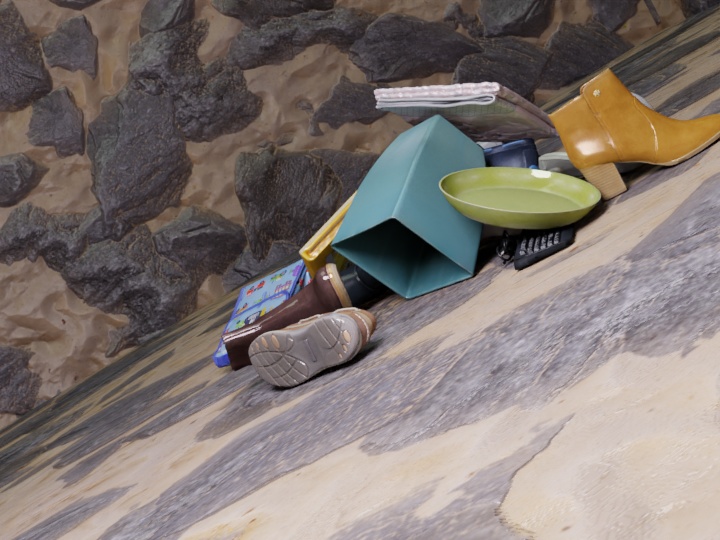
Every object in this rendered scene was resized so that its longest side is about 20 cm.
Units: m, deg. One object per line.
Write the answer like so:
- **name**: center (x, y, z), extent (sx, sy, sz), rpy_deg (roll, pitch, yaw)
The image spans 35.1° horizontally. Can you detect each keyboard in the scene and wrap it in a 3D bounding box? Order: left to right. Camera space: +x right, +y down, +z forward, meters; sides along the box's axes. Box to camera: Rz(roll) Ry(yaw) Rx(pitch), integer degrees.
- **keyboard**: center (0.210, -0.047, 1.397), extent (0.104, 0.040, 0.200), rpy_deg (-27, 6, 15)

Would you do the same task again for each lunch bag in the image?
- **lunch bag**: center (-0.151, 0.088, 1.870), extent (0.150, 0.094, 0.200), rpy_deg (-25, 20, 30)

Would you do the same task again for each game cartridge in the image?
- **game cartridge**: center (-0.005, -0.038, 1.753), extent (0.176, 0.032, 0.200), rpy_deg (-47, -27, -12)

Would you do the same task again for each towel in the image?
- **towel**: center (0.146, -0.211, 1.557), extent (0.199, 0.032, 0.191), rpy_deg (4, -8, 36)

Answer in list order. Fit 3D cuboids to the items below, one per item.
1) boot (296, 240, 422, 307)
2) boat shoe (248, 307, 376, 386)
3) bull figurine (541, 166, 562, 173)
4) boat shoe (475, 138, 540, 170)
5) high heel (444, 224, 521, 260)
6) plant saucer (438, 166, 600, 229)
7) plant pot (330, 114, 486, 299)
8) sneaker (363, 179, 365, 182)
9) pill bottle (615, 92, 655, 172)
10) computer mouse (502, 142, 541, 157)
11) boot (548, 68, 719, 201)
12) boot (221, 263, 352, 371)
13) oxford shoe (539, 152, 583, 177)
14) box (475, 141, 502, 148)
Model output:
- **boot**: center (0.000, 0.000, 1.625), extent (0.200, 0.077, 0.168), rpy_deg (-27, -16, -36)
- **boat shoe**: center (-0.057, 0.093, 1.400), extent (0.200, 0.076, 0.072), rpy_deg (-16, 7, 43)
- **bull figurine**: center (0.225, -0.121, 1.680), extent (0.200, 0.065, 0.121), rpy_deg (5, 9, 44)
- **boat shoe**: center (0.170, -0.148, 1.626), extent (0.199, 0.069, 0.084), rpy_deg (-3, -13, 32)
- **high heel**: center (0.180, -0.077, 1.599), extent (0.200, 0.071, 0.143), rpy_deg (-39, 12, 1)
- **plant saucer**: center (0.196, -0.088, 1.412), extent (0.199, 0.031, 0.200), rpy_deg (1, 20, 0)
- **plant pot**: center (0.083, -0.094, 1.513), extent (0.141, 0.141, 0.201), rpy_deg (-22, 40, 51)
- **sneaker**: center (0.079, -0.075, 1.681), extent (0.079, 0.200, 0.075), rpy_deg (-53, 32, 21)
- **pill bottle**: center (0.351, -0.192, 1.576), extent (0.110, 0.111, 0.200), rpy_deg (-29, 6, 4)
- **computer mouse**: center (0.212, -0.143, 1.878), extent (0.200, 0.139, 0.053), rpy_deg (-37, 21, 21)
- **boot**: center (0.351, -0.193, 1.432), extent (0.201, 0.144, 0.071), rpy_deg (-29, 7, 6)
- **boot**: center (-0.096, 0.070, 1.465), extent (0.166, 0.073, 0.200), rpy_deg (-17, -25, -11)
- **oxford shoe**: center (0.284, -0.141, 1.765), extent (0.200, 0.075, 0.058), rpy_deg (-10, 61, 51)
- **box**: center (0.163, -0.146, 2.105), extent (0.184, 0.105, 0.200), rpy_deg (-33, 7, -23)
